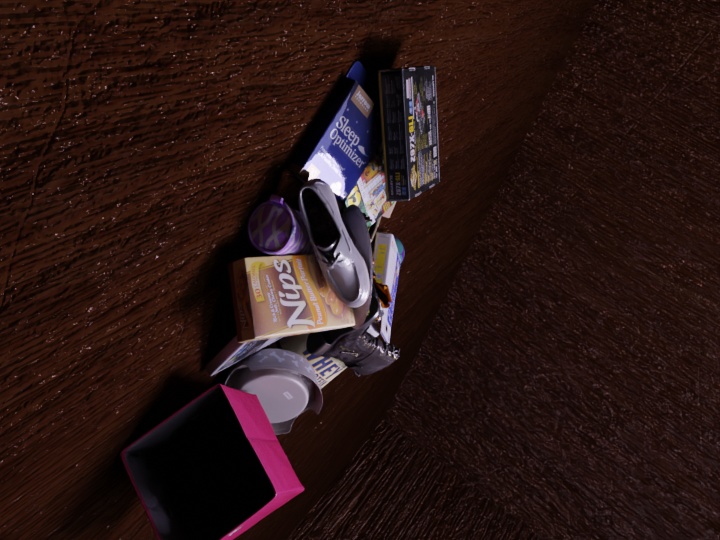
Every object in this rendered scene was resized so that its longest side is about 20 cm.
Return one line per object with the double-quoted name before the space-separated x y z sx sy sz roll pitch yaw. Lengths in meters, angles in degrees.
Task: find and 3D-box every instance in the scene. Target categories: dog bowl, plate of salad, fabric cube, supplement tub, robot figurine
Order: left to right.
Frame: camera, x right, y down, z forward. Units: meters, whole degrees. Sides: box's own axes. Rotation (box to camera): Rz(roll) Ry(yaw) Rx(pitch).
"fabric cube" -0.234 0.331 1.106 0.193 0.203 0.200 -33 163 -2
"dog bowl" -0.168 0.227 1.273 0.060 0.194 0.203 -99 -159 -47
"supplement tub" -0.072 0.141 1.373 0.198 0.147 0.145 -39 167 7
"plate of salad" -0.004 -0.007 1.124 0.046 0.204 0.203 -1 138 -17
"robot figurine" 0.000 0.000 1.281 0.057 0.205 0.145 -26 -176 -13

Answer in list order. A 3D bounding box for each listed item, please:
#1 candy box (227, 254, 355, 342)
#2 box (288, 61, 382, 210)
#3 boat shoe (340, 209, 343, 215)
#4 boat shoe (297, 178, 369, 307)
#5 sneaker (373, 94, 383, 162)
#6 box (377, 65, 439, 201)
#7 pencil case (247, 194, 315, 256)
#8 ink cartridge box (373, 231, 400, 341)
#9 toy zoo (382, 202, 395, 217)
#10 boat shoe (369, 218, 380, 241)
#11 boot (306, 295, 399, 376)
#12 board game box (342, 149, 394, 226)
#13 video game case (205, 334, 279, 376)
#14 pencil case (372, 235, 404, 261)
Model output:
"candy box" -0.102 0.039 1.036 0.196 0.119 0.054 -3 172 -44
"box" -0.021 -0.211 1.066 0.121 0.032 0.203 36 82 -50
"boat shoe" -0.022 -0.137 1.260 0.076 0.072 0.199 -46 156 5
"boat shoe" -0.041 -0.038 1.005 0.068 0.070 0.206 -41 117 -73
"sneaker" 0.046 -0.245 1.209 0.078 0.084 0.203 -44 159 -40
"box" 0.084 -0.233 1.124 0.159 0.048 0.207 -33 123 -58
"pencil case" -0.110 -0.064 1.074 0.200 0.081 0.089 13 85 -76
"ink cartridge box" 0.048 0.046 1.444 0.198 0.045 0.207 64 35 -74
"toy zoo" 0.075 -0.220 1.304 0.133 0.020 0.204 114 -12 -49
"boat shoe" -0.014 -0.066 1.375 0.204 0.073 0.068 -65 -175 -17
"boot" 0.012 0.126 1.251 0.198 0.172 0.071 -34 -135 35
"board game box" -0.003 -0.164 1.152 0.104 0.023 0.203 -42 136 -21
"video game case" -0.155 0.100 1.143 0.180 0.024 0.199 -27 171 -43
"pencil case" 0.038 -0.029 1.612 0.199 0.083 0.096 -26 123 -63
